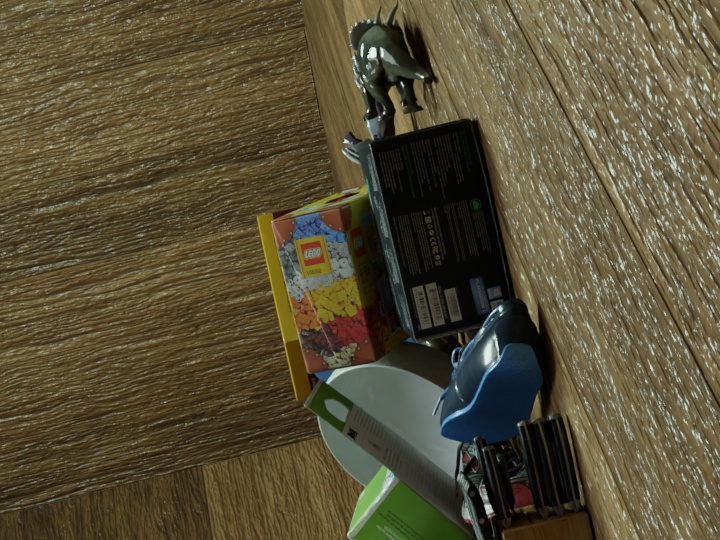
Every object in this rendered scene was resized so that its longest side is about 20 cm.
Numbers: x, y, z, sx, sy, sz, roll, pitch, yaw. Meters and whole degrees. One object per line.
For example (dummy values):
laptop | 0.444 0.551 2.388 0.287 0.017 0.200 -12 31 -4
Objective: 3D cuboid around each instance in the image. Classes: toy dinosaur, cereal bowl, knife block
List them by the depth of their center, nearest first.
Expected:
knife block | 0.155 0.215 1.215 0.199 0.177 0.064 32 -178 -5
toy dinosaur | 0.024 -0.208 1.589 0.200 0.076 0.103 -104 -5 -77
cereal bowl | 0.060 0.148 1.600 0.084 0.198 0.202 -57 -34 -45

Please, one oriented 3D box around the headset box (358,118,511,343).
headset box | 0.063 -0.037 1.409 0.200 0.092 0.176 -153 50 -86

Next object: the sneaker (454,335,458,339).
sneaker | 0.065 0.036 1.754 0.085 0.072 0.203 -64 -37 -79

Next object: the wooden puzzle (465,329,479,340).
wooden puzzle | 0.082 -0.029 1.613 0.200 0.037 0.187 -121 18 -81

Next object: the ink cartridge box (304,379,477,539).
ink cartridge box | 0.015 0.197 1.436 0.199 0.076 0.148 38 -172 0

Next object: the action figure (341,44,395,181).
action figure | 0.024 -0.155 1.781 0.130 0.068 0.203 22 -118 -72

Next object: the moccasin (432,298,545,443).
moccasin | 0.115 0.086 1.285 0.200 0.079 0.069 120 154 -61

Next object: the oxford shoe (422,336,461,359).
oxford shoe | 0.088 0.141 1.675 0.070 0.075 0.201 36 154 38

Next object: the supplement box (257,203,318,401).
supplement box | -0.008 0.026 1.946 0.133 0.197 0.199 82 175 -54

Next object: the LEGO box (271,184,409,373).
LEGO box | 0.000 0.000 1.539 0.200 0.076 0.151 -30 -72 -66

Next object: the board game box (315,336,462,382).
board game box | 0.037 0.091 1.747 0.159 0.198 0.039 62 -145 -40

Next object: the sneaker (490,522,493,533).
sneaker | 0.137 0.272 1.539 0.200 0.070 0.099 138 119 -84

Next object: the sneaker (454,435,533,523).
sneaker | 0.118 0.170 1.390 0.200 0.080 0.076 -119 18 -80
